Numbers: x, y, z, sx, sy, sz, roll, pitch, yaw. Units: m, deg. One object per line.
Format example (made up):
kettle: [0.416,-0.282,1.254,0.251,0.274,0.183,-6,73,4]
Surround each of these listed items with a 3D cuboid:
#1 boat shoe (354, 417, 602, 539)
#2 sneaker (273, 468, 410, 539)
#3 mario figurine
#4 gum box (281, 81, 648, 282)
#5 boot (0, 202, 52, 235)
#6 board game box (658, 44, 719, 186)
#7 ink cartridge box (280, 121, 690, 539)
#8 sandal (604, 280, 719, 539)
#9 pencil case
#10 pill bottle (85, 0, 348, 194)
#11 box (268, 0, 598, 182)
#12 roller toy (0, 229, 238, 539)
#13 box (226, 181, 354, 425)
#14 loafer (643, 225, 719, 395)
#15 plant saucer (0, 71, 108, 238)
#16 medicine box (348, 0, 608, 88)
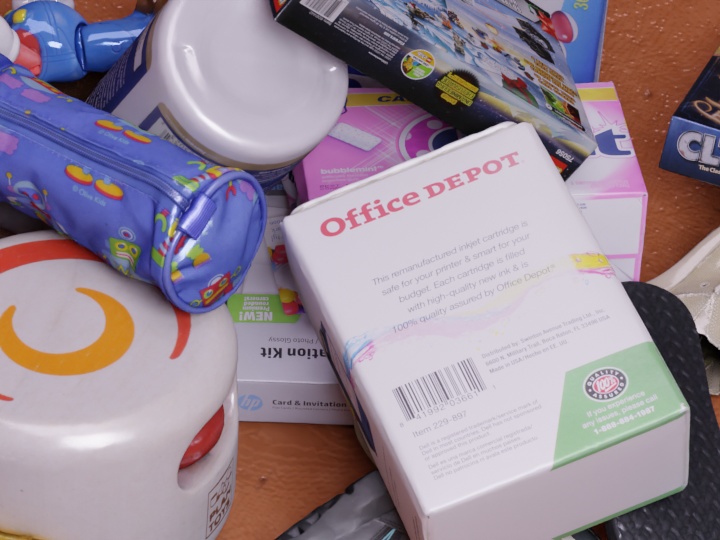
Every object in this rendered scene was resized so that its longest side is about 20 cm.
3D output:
boat shoe: [0.089,0.122,1.603,0.199,0.075,0.066,36,54,23]
sneaker: [-0.032,0.173,1.553,0.199,0.075,0.079,-31,88,-9]
mario figurine: [-0.199,-0.145,1.746,0.199,0.124,0.106,-12,64,-18]
gum box: [0.052,-0.046,1.685,0.199,0.066,0.114,-2,37,-6]
boot: [-0.250,-0.033,1.665,0.200,0.070,0.132,42,79,-20]
board game box: [0.263,-0.088,1.767,0.135,0.035,0.200,17,25,11]
ink cartridge box: [0.062,0.040,1.533,0.145,0.088,0.200,-22,58,-8]
sandal: [0.155,0.095,1.589,0.075,0.048,0.201,17,45,-16]
pencil case: [-0.146,-0.051,1.566,0.199,0.087,0.078,26,79,26]
pill bottle: [-0.093,-0.079,1.657,0.111,0.200,0.112,9,67,-22]
box: [0.032,-0.138,1.626,0.200,0.040,0.137,30,27,-28]
roller toy: [-0.154,0.083,1.581,0.182,0.140,0.200,-14,41,-20]
box: [0.000,0.000,1.727,0.155,0.041,0.201,2,50,-1]
loafer: [0.198,0.030,1.694,0.200,0.076,0.068,-31,58,-15]
plant saucer: [-0.189,-0.075,1.785,0.199,0.037,0.201,1,49,-1]
medicine box: [0.046,-0.183,1.793,0.199,0.183,0.103,2,49,-1]
